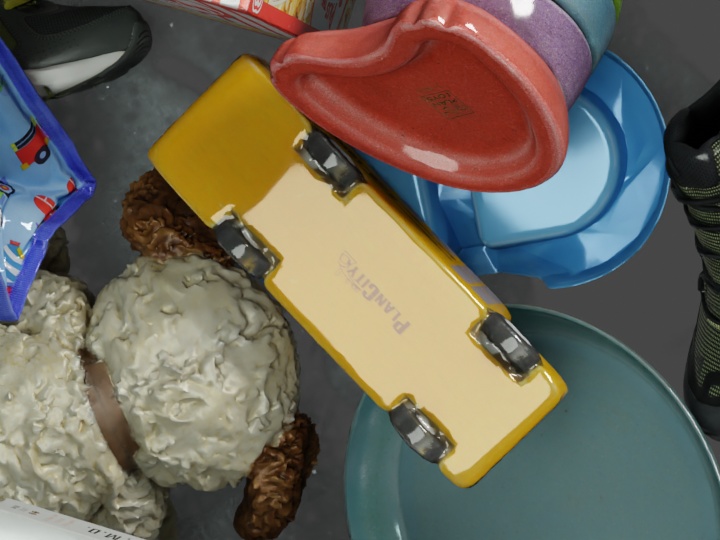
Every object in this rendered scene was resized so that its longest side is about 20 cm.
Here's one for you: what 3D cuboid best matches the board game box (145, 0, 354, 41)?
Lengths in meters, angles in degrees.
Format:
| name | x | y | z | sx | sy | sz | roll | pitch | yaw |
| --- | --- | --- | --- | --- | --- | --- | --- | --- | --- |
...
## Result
| name | x | y | z | sx | sy | sz | roll | pitch | yaw |
| --- | --- | --- | --- | --- | --- | --- | --- | --- | --- |
| board game box | -0.091 | -0.141 | 1.267 | 0.151 | 0.200 | 0.046 | 17 | 92 | 11 |

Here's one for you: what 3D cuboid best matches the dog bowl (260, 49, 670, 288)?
| name | x | y | z | sx | sy | sz | roll | pitch | yaw |
| --- | --- | --- | --- | --- | --- | --- | --- | --- | --- |
| dog bowl | 0.042 | -0.044 | 1.332 | 0.200 | 0.050 | 0.112 | -9 | 96 | 15 |

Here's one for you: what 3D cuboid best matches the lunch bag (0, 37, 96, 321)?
| name | x | y | z | sx | sy | sz | roll | pitch | yaw |
| --- | --- | --- | --- | --- | --- | --- | --- | --- | --- |
| lunch bag | -0.224 | -0.082 | 1.266 | 0.150 | 0.094 | 0.200 | 3 | 135 | 26 |

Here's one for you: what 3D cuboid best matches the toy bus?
| name | x | y | z | sx | sy | sz | roll | pitch | yaw |
| --- | --- | --- | --- | --- | --- | --- | --- | --- | --- |
| toy bus | 0.000 | 0.000 | 1.276 | 0.065 | 0.078 | 0.200 | -45 | 84 | 6 |

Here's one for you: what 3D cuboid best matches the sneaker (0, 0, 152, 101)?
| name | x | y | z | sx | sy | sz | roll | pitch | yaw |
| --- | --- | --- | --- | --- | --- | --- | --- | --- | --- |
| sneaker | -0.194 | -0.115 | 1.362 | 0.200 | 0.074 | 0.085 | -3 | 98 | 13 |

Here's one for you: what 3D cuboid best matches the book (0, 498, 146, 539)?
| name | x | y | z | sx | sy | sz | roll | pitch | yaw |
| --- | --- | --- | --- | --- | --- | --- | --- | --- | --- |
| book | -0.066 | 0.182 | 1.191 | 0.200 | 0.048 | 0.134 | 15 | 98 | 12 |

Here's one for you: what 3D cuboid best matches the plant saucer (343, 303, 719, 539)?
| name | x | y | z | sx | sy | sz | roll | pitch | yaw |
| --- | --- | --- | --- | --- | --- | --- | --- | --- | --- |
| plant saucer | 0.082 | 0.110 | 1.330 | 0.200 | 0.027 | 0.200 | 9 | 107 | 32 |

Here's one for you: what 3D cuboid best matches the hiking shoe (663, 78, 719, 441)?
| name | x | y | z | sx | sy | sz | roll | pitch | yaw |
| --- | --- | --- | --- | --- | --- | --- | --- | --- | --- |
| hiking shoe | 0.160 | -0.028 | 1.274 | 0.101 | 0.076 | 0.200 | 12 | 95 | -33 |

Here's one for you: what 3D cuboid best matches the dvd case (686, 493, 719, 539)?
| name | x | y | z | sx | sy | sz | roll | pitch | yaw |
| --- | --- | --- | --- | --- | --- | --- | --- | --- | --- |
| dvd case | 0.221 | 0.136 | 1.275 | 0.150 | 0.025 | 0.200 | 48 | 141 | 3 |

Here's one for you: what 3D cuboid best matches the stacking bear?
| name | x | y | z | sx | sy | sz | roll | pitch | yaw |
| --- | --- | --- | --- | --- | --- | --- | --- | --- | --- |
| stacking bear | 0.062 | -0.144 | 1.252 | 0.114 | 0.200 | 0.121 | 38 | 149 | -31 |

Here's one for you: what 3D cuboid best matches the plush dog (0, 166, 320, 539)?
| name | x | y | z | sx | sy | sz | roll | pitch | yaw |
| --- | --- | --- | --- | --- | --- | --- | --- | --- | --- |
| plush dog | -0.109 | 0.053 | 1.325 | 0.172 | 0.160 | 0.200 | -22 | 93 | 15 |
